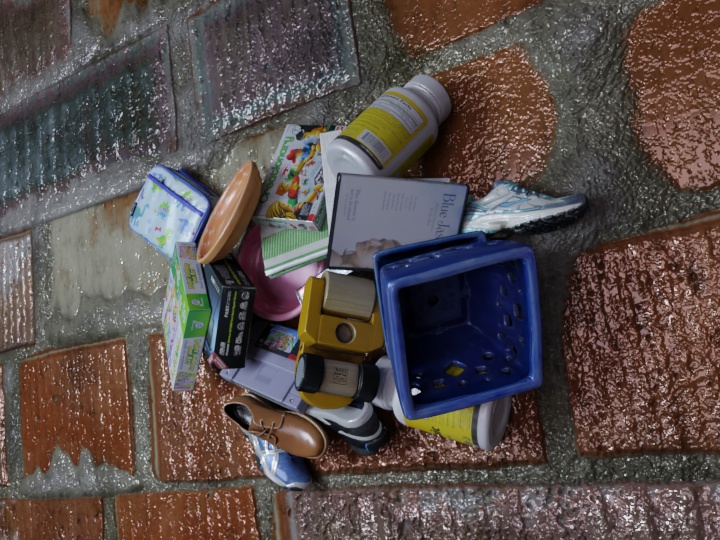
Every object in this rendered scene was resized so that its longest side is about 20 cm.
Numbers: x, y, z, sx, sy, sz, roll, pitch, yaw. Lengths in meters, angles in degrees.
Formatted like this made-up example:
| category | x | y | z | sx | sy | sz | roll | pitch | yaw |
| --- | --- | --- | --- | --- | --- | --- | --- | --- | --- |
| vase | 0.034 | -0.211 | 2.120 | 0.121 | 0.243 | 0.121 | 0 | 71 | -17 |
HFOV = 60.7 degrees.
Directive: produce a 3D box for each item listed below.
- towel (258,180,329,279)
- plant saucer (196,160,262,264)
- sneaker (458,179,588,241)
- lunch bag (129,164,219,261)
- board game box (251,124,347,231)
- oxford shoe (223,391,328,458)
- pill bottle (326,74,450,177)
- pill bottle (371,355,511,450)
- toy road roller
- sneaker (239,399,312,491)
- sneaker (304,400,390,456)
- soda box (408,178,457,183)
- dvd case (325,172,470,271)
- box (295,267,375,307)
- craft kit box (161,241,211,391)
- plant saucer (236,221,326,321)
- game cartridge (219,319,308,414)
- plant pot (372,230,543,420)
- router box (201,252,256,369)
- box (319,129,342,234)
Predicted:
| category | x | y | z | sx | sy | sz | roll | pitch | yaw |
| --- | --- | --- | --- | --- | --- | --- | --- | --- | --- |
| towel | -0.110 | -0.093 | 1.074 | 0.151 | 0.023 | 0.201 | -20 | 58 | 9 |
| plant saucer | -0.228 | -0.098 | 1.089 | 0.200 | 0.037 | 0.201 | -47 | 27 | 33 |
| sneaker | 0.230 | -0.098 | 0.906 | 0.198 | 0.077 | 0.087 | -9 | 78 | 29 |
| lunch bag | -0.372 | -0.114 | 1.254 | 0.199 | 0.082 | 0.162 | 36 | 100 | 26 |
| board game box | -0.101 | -0.166 | 1.076 | 0.125 | 0.035 | 0.202 | 6 | 65 | 24 |
| oxford shoe | -0.145 | 0.264 | 1.020 | 0.198 | 0.071 | 0.072 | 16 | 94 | 27 |
| pill bottle | 0.050 | -0.210 | 0.953 | 0.111 | 0.112 | 0.200 | 34 | 68 | 28 |
| pill bottle | 0.117 | 0.188 | 0.925 | 0.198 | 0.111 | 0.113 | 10 | 91 | 31 |
| toy road roller | -0.044 | 0.113 | 0.956 | 0.146 | 0.122 | 0.202 | 147 | 133 | -67 |
| sneaker | -0.148 | 0.299 | 1.088 | 0.200 | 0.075 | 0.077 | 48 | 113 | 23 |
| sneaker | -0.029 | 0.252 | 1.028 | 0.073 | 0.112 | 0.199 | -41 | 26 | -22 |
| soda box | 0.063 | -0.112 | 1.010 | 0.198 | 0.064 | 0.069 | 5 | 86 | 30 |
| dvd case | 0.054 | -0.064 | 0.901 | 0.018 | 0.198 | 0.144 | -120 | 36 | -63 |
| box | 0.000 | 0.000 | 1.009 | 0.199 | 0.110 | 0.035 | -36 | 67 | 23 |
| craft kit box | -0.330 | 0.084 | 1.152 | 0.198 | 0.048 | 0.201 | 58 | 138 | 44 |
| plant saucer | -0.139 | -0.009 | 1.125 | 0.199 | 0.051 | 0.203 | -3 | 84 | 31 |
| game cartridge | -0.144 | 0.161 | 1.079 | 0.199 | 0.038 | 0.130 | 13 | 64 | 37 |
| plant pot | 0.121 | 0.057 | 0.848 | 0.198 | 0.180 | 0.202 | -12 | 110 | -8 |
| router box | -0.250 | 0.065 | 1.108 | 0.200 | 0.062 | 0.151 | 38 | 121 | 59 |
| box | -0.036 | -0.127 | 1.004 | 0.041 | 0.039 | 0.202 | -9 | 78 | 9 |
